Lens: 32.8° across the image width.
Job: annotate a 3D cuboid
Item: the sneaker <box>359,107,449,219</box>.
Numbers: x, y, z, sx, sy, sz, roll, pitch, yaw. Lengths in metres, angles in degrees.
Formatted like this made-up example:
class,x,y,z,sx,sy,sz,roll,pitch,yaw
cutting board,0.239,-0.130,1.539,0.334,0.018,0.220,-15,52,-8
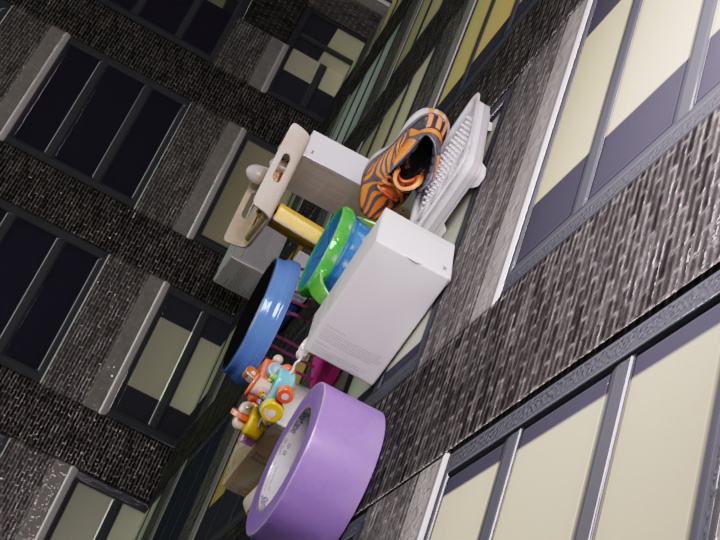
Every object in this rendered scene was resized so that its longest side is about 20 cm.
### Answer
class,x,y,z,sx,sy,sz,roll,pitch,yaw
sneaker,0.049,-0.130,1.701,0.200,0.077,0.112,-57,9,35

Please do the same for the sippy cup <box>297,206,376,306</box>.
class,x,y,z,sx,sy,sz,roll,pitch,yaw
sippy cup,0.000,0.000,1.693,0.178,0.130,0.140,-66,11,-17

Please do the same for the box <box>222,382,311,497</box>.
class,x,y,z,sx,sy,sz,roll,pitch,yaw
box,-0.111,0.247,1.717,0.200,0.095,0.078,-55,13,45

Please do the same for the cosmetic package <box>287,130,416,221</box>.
class,x,y,z,sx,sy,sz,roll,pitch,yaw
cosmetic package,-0.015,-0.131,1.931,0.052,0.200,0.151,-66,11,-19

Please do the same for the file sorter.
class,x,y,z,sx,sy,sz,roll,pitch,yaw
file sorter,-0.088,0.100,1.910,0.139,0.125,0.200,-60,10,18

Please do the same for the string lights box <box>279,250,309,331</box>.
class,x,y,z,sx,sy,sz,roll,pitch,yaw
string lights box,-0.157,0.053,2.625,0.200,0.059,0.103,-50,14,53

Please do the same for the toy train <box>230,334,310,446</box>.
class,x,y,z,sx,sy,sz,roll,pitch,yaw
toy train,-0.130,0.151,1.641,0.200,0.056,0.151,-45,22,59

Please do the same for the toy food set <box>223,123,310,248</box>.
class,x,y,z,sx,sy,sz,roll,pitch,yaw
toy food set,-0.149,-0.127,1.844,0.144,0.060,0.200,-65,10,-21

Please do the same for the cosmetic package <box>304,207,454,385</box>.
class,x,y,z,sx,sy,sz,roll,pitch,yaw
cosmetic package,0.023,0.035,1.541,0.200,0.107,0.085,-55,11,31

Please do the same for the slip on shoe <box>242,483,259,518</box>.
class,x,y,z,sx,sy,sz,roll,pitch,yaw
slip on shoe,-0.086,0.278,1.605,0.200,0.076,0.061,-49,51,29

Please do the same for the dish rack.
class,x,y,z,sx,sy,sz,roll,pitch,yaw
dish rack,0.126,-0.132,1.654,0.172,0.043,0.200,-57,11,36

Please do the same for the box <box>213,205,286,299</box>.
class,x,y,z,sx,sy,sz,roll,pitch,yaw
box,-0.312,-0.052,3.555,0.199,0.130,0.200,-46,19,59

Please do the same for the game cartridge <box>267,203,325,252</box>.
class,x,y,z,sx,sy,sz,roll,pitch,yaw
game cartridge,-0.051,-0.038,1.865,0.033,0.200,0.176,-62,10,-4

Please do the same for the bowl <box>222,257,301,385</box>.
class,x,y,z,sx,sy,sz,roll,pitch,yaw
bowl,-0.149,0.072,1.814,0.201,0.039,0.201,-61,10,18

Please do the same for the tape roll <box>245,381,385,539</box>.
class,x,y,z,sx,sy,sz,roll,pitch,yaw
tape roll,-0.054,0.240,1.452,0.200,0.085,0.200,-59,9,16
